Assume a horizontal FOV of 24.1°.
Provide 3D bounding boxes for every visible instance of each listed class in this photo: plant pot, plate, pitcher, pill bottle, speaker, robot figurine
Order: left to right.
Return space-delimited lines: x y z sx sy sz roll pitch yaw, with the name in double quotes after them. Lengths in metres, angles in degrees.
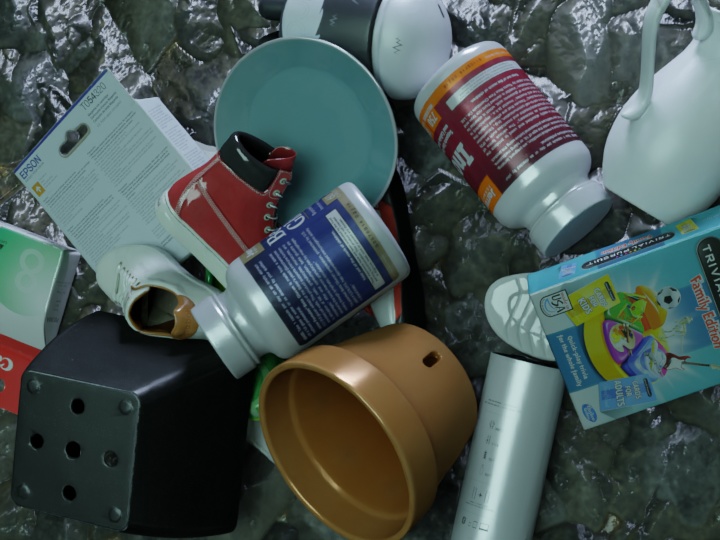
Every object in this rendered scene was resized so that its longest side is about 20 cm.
-0.237 0.164 1.675 0.198 0.177 0.202 10 99 21 "plant pot"
-0.061 0.014 1.629 0.199 0.111 0.111 -35 74 -3 "pill bottle"
-0.053 -0.137 1.692 0.198 0.026 0.202 7 111 19 "plate"
-0.004 -0.241 1.715 0.198 0.151 0.126 11 60 23 "robot figurine"
0.019 0.144 1.626 0.199 0.140 0.202 27 134 32 "plant pot"
0.145 0.182 1.648 0.080 0.081 0.202 12 91 22 "speaker"
0.151 -0.116 1.647 0.113 0.113 0.201 -42 72 14 "pill bottle"
0.293 -0.155 1.566 0.201 0.171 0.121 -60 33 7 "pitcher"

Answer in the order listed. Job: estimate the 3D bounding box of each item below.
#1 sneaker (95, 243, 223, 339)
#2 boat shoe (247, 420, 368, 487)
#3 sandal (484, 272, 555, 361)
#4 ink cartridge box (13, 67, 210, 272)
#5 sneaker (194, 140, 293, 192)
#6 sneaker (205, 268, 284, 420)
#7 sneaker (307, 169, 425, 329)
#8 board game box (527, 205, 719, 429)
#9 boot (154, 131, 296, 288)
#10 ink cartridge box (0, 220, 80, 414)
-0.223 0.019 1.722 0.199 0.084 0.074 20 107 43 "sneaker"
-0.056 0.182 1.734 0.199 0.069 0.071 26 100 23 "boat shoe"
0.220 0.050 1.644 0.201 0.050 0.083 8 93 8 "sandal"
-0.246 -0.087 1.786 0.196 0.043 0.200 -39 90 36 "ink cartridge box"
-0.139 -0.098 1.792 0.198 0.072 0.073 12 108 22 "sneaker"
-0.131 0.061 1.753 0.074 0.083 0.202 -21 69 17 "sneaker"
0.000 0.000 1.727 0.107 0.067 0.203 -13 78 22 "sneaker"
0.274 0.044 1.564 0.198 0.047 0.152 -20 112 12 "board game box"
-0.087 -0.043 1.687 0.144 0.073 0.200 -38 115 21 "boot"
-0.415 0.048 1.902 0.160 0.050 0.202 19 92 22 "ink cartridge box"
